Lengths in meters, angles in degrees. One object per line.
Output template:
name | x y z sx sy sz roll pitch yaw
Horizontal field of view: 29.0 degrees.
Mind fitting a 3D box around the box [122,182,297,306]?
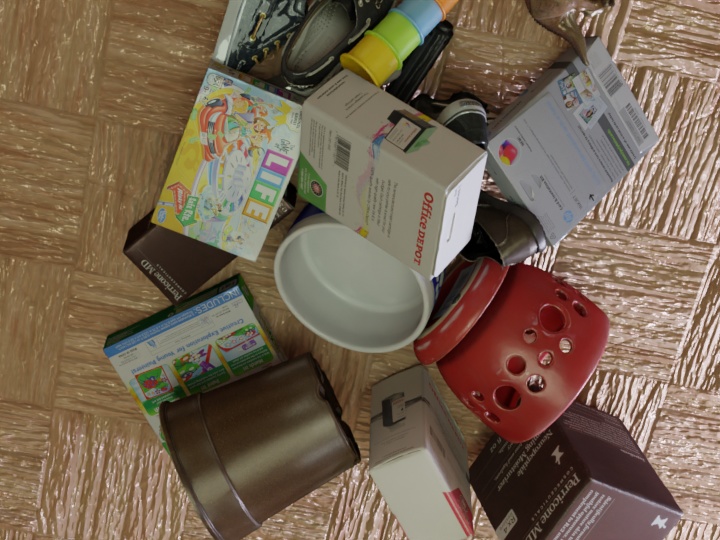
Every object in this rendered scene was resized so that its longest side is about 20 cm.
box | -0.183 -0.061 1.694 0.199 0.075 0.100 -38 110 16

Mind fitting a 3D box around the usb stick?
usb stick | 0.045 -0.209 1.645 0.032 0.056 0.201 33 109 -4

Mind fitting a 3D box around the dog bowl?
dog bowl | 0.000 0.000 1.679 0.198 0.079 0.202 14 133 15

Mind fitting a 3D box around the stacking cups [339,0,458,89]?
stacking cups | 0.062 -0.290 1.568 0.061 0.060 0.200 45 78 -19

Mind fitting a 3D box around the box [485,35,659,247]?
box | 0.243 -0.151 1.636 0.200 0.041 0.156 -44 112 -18

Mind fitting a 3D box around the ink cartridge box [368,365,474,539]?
ink cartridge box | 0.076 0.236 1.765 0.084 0.201 0.147 -23 113 14

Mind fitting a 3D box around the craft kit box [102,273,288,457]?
craft kit box | -0.196 0.131 1.795 0.198 0.049 0.199 -24 110 8

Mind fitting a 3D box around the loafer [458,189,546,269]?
loafer | 0.132 -0.053 1.646 0.071 0.199 0.074 -34 118 -22

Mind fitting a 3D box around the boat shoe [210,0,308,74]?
boat shoe | -0.117 -0.265 1.604 0.090 0.071 0.202 17 110 -5

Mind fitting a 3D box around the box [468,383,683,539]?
box | 0.268 0.284 1.777 0.163 0.200 0.167 23 112 -28

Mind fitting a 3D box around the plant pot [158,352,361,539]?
plant pot | -0.116 0.211 1.716 0.197 0.201 0.202 -25 113 1

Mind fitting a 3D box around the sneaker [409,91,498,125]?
sneaker | 0.140 -0.172 1.658 0.198 0.091 0.067 5 145 -29

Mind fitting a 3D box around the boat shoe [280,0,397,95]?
boat shoe | -0.021 -0.289 1.573 0.074 0.060 0.200 40 87 13

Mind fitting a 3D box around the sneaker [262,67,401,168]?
sneaker | -0.031 -0.186 1.649 0.198 0.074 0.116 -15 117 13

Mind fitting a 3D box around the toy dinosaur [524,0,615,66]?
toy dinosaur | 0.213 -0.332 1.584 0.134 0.086 0.202 -10 118 2

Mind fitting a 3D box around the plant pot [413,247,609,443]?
plant pot | 0.175 0.080 1.707 0.182 0.201 0.201 37 108 -8

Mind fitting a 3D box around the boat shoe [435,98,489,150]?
boat shoe | 0.094 -0.114 1.588 0.068 0.057 0.201 -2 149 -18

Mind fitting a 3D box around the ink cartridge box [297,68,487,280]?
ink cartridge box | 0.032 -0.106 1.541 0.199 0.084 0.146 33 144 21

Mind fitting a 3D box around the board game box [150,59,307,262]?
board game box | -0.146 -0.124 1.608 0.133 0.034 0.201 20 112 -9
